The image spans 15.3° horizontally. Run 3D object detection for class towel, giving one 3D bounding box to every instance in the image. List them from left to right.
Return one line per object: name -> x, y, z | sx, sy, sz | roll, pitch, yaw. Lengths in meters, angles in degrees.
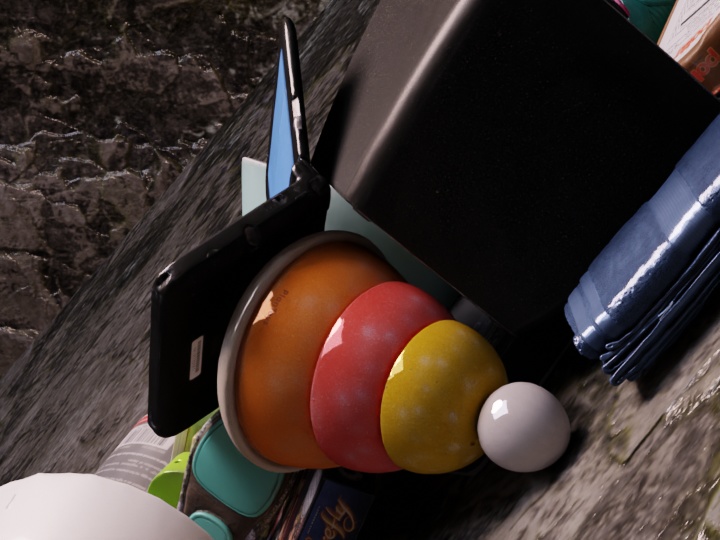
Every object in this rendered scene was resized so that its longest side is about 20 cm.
towel -> 0.188, -0.031, 1.426 | 0.200, 0.049, 0.112 | -51, 10, 12

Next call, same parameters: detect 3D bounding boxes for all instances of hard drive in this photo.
hard drive -> 0.071, 0.061, 1.671 | 0.140, 0.033, 0.200 | -54, 10, -10

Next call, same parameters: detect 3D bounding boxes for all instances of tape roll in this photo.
tape roll -> -0.173, 0.225, 1.708 | 0.202, 0.202, 0.071 | -44, 13, 40

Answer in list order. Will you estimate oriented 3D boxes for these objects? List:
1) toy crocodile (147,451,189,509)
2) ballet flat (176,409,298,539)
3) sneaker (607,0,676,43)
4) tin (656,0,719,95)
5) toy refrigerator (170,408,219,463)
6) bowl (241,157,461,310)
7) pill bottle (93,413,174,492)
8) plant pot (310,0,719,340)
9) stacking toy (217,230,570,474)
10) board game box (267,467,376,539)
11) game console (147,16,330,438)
toy crocodile -> -0.131, 0.217, 1.805 | 0.068, 0.062, 0.200 | -21, -58, -68
ballet flat -> -0.078, 0.139, 1.704 | 0.072, 0.072, 0.200 | -65, 1, -52
sneaker -> 0.135, -0.156, 1.906 | 0.200, 0.084, 0.121 | -7, 41, 40
tin -> 0.244, -0.183, 1.740 | 0.112, 0.042, 0.200 | -48, 10, 45
toy refrigerator -> -0.082, 0.119, 1.818 | 0.070, 0.076, 0.200 | -54, -13, -37
bowl -> 0.000, 0.000, 1.831 | 0.201, 0.201, 0.105 | -151, 79, -80
pill bottle -> -0.164, 0.202, 1.936 | 0.200, 0.116, 0.116 | -51, 7, -38
plant pot -> 0.086, -0.077, 1.555 | 0.177, 0.200, 0.200 | -51, 16, 3
stacking toy -> 0.032, 0.070, 1.500 | 0.200, 0.146, 0.146 | 22, 69, 38
board game box -> -0.025, 0.140, 1.684 | 0.200, 0.035, 0.136 | -83, 14, -65
game console -> -0.082, -0.022, 1.606 | 0.176, 0.116, 0.200 | -34, -22, -21
